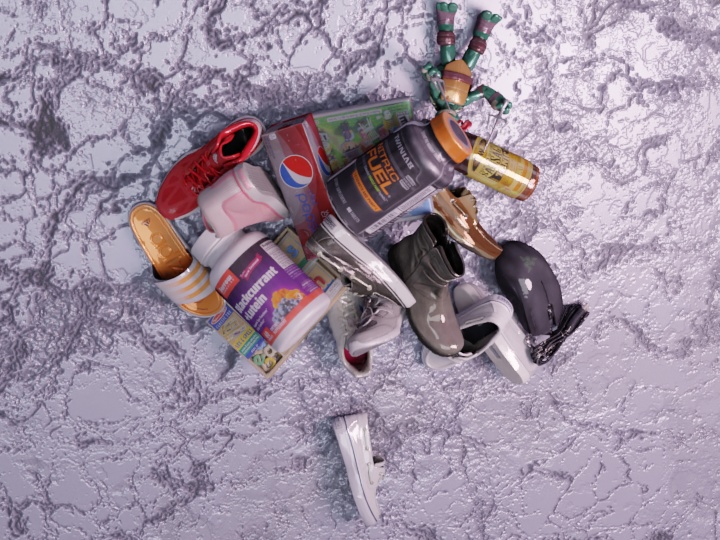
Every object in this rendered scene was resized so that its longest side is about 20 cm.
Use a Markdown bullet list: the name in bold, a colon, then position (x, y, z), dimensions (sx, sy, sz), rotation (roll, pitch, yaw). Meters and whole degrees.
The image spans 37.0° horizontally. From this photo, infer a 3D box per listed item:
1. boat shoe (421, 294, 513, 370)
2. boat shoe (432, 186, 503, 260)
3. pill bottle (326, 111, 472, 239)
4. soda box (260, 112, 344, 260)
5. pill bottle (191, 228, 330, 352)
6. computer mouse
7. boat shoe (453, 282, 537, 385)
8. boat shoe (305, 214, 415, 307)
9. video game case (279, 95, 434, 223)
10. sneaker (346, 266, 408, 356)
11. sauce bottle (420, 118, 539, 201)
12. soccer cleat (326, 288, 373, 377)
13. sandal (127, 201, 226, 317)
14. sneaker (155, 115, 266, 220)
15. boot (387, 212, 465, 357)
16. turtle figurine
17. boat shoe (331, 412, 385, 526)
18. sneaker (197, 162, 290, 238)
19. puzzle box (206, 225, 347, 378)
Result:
- **boat shoe**: position (0.155, 0.108, 1.679), dimensions (0.073, 0.065, 0.200), rotation (37, 132, -6)
- **boat shoe**: position (0.145, -0.092, 1.644), dimensions (0.200, 0.076, 0.074), rotation (36, 96, -20)
- **pill bottle**: position (0.058, -0.138, 1.509), dimensions (0.200, 0.106, 0.106), rotation (-34, 112, 21)
- **soda box**: position (-0.074, -0.121, 1.568), dimensions (0.070, 0.063, 0.201), rotation (-14, 109, 16)
- **pill bottle**: position (-0.150, 0.014, 1.579), dimensions (0.200, 0.111, 0.111), rotation (44, 99, 6)
- **computer mouse**: position (0.287, 0.038, 1.706), dimensions (0.138, 0.053, 0.200), rotation (-42, 108, -24)
- **boat shoe**: position (0.225, 0.090, 1.730), dimensions (0.068, 0.072, 0.200), rotation (-42, 101, -23)
- **boat shoe**: position (0.000, 0.000, 1.548), dimensions (0.064, 0.071, 0.200), rotation (-45, 121, 5)
- **video game case**: position (-0.004, -0.151, 1.587), dimensions (0.199, 0.022, 0.183), rotation (-8, 110, 15)
- **sneaker**: position (0.022, 0.063, 1.633), dimensions (0.075, 0.200, 0.082), rotation (-27, 100, 32)
- **sauce bottle**: position (0.174, -0.169, 1.625), dimensions (0.199, 0.066, 0.066), rotation (21, 105, -17)
- **soccer cleat**: position (-0.016, 0.073, 1.668), dimensions (0.070, 0.086, 0.201), rotation (-17, 111, -3)
- **sandal**: position (-0.281, -0.005, 1.604), dimensions (0.079, 0.059, 0.207), rotation (-32, 108, 10)
- **sneaker**: position (-0.221, -0.150, 1.531), dimensions (0.078, 0.116, 0.200), rotation (44, 92, -3)
- **boot**: position (0.114, 0.024, 1.588), dimensions (0.068, 0.131, 0.201), rotation (-21, 82, -30)
- **turtle figurine**: position (0.140, -0.277, 1.555), dimensions (0.149, 0.101, 0.201), rotation (9, 86, -31)
- **boat shoe**: position (0.011, 0.327, 1.771), dimensions (0.066, 0.074, 0.201), rotation (-17, 111, 0)
- **sneaker**: position (-0.171, -0.094, 1.539), dimensions (0.104, 0.200, 0.076), rotation (-34, 79, 8)
- **puzzle box**: position (-0.125, 0.048, 1.645), dimensions (0.133, 0.025, 0.200), rotation (41, 99, 7)
